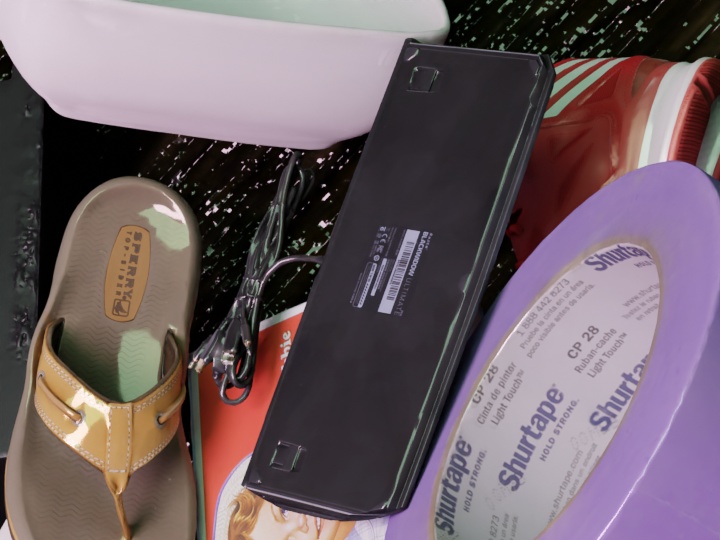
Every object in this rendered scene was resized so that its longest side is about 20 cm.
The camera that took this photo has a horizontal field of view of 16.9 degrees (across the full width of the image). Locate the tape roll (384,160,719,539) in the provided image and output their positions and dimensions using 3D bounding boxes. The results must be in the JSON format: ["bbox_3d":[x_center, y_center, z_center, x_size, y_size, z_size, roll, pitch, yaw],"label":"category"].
[{"bbox_3d":[0.097,0.067,0.866,0.085,0.200,0.201,32,76,-17],"label":"tape roll"}]

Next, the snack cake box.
[{"bbox_3d":[-0.004,0.114,0.987,0.115,0.067,0.201,-25,58,36],"label":"snack cake box"}]

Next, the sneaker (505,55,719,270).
[{"bbox_3d":[0.085,-0.001,1.039,0.115,0.078,0.201,10,69,40],"label":"sneaker"}]

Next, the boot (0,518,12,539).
[{"bbox_3d":[-0.119,0.200,1.016,0.090,0.073,0.201,5,77,13],"label":"boot"}]

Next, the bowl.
[{"bbox_3d":[-0.075,-0.120,1.072,0.199,0.075,0.200,6,29,-18],"label":"bowl"}]

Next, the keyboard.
[{"bbox_3d":[0.000,0.000,0.970,0.127,0.021,0.201,10,73,37],"label":"keyboard"}]

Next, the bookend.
[{"bbox_3d":[-0.227,0.015,1.097,0.199,0.092,0.200,-6,65,7],"label":"bookend"}]

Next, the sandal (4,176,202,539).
[{"bbox_3d":[-0.100,0.047,0.995,0.080,0.054,0.201,9,66,-9],"label":"sandal"}]
